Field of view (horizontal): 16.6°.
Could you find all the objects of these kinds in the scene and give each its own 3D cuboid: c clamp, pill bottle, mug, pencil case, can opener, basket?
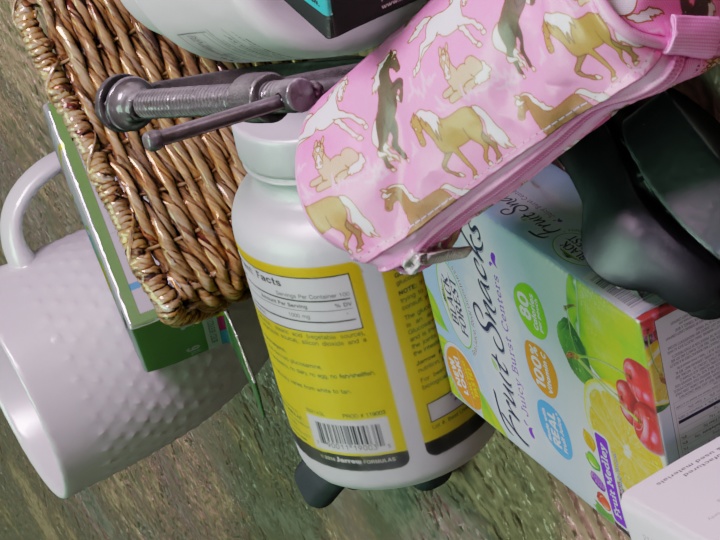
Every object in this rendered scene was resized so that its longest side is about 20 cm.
[{"bbox_3d":[-0.053,-0.081,1.090,0.200,0.170,0.027,6,108,64],"label":"c clamp"},{"bbox_3d":[0.000,0.000,1.229,0.112,0.112,0.201,36,147,53],"label":"pill bottle"},{"bbox_3d":[-0.153,0.016,1.548,0.148,0.175,0.201,21,135,66],"label":"mug"},{"bbox_3d":[0.057,-0.072,0.933,0.087,0.083,0.200,50,136,-2],"label":"pencil case"},{"bbox_3d":[0.097,-0.060,1.001,0.063,0.079,0.200,24,-155,-52],"label":"can opener"},{"bbox_3d":[-0.049,-0.155,1.151,0.200,0.114,0.115,8,123,67],"label":"pill bottle"},{"bbox_3d":[-0.100,-0.077,1.337,0.201,0.149,0.143,63,161,0],"label":"basket"},{"bbox_3d":[0.008,0.116,1.454,0.067,0.053,0.200,61,162,10],"label":"can opener"}]

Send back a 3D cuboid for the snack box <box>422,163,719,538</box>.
[{"bbox_3d":[0.097,0.031,1.104,0.200,0.053,0.143,39,148,52],"label":"snack box"}]

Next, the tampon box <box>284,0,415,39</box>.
[{"bbox_3d":[-0.007,-0.222,0.932,0.150,0.126,0.201,46,154,41],"label":"tampon box"}]

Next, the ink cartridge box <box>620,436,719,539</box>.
[{"bbox_3d":[0.201,0.158,0.947,0.200,0.084,0.147,26,139,61],"label":"ink cartridge box"}]

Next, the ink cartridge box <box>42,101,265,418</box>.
[{"bbox_3d":[-0.120,-0.003,1.436,0.104,0.059,0.201,91,156,-74],"label":"ink cartridge box"}]
